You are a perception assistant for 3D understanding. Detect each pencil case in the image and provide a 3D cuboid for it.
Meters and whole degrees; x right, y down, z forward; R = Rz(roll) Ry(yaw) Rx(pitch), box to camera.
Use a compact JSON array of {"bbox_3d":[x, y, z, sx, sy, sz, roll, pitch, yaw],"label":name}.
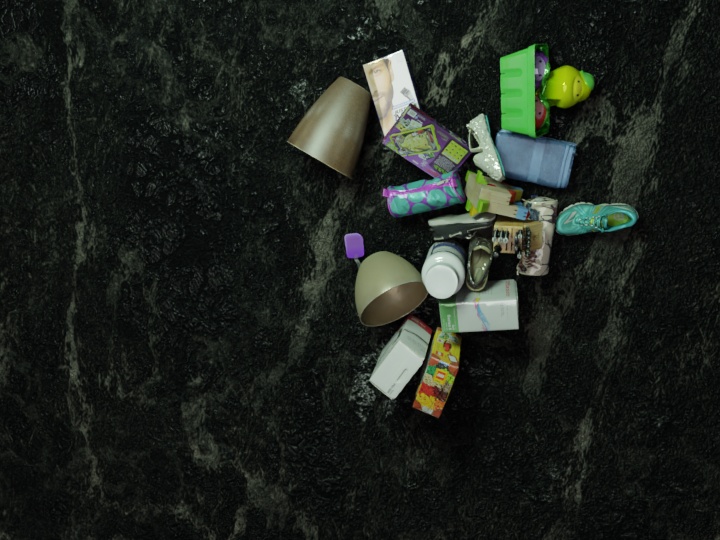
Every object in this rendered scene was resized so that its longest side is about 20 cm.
[{"bbox_3d":[0.161,-0.191,1.703,0.195,0.092,0.087,-11,64,26],"label":"pencil case"},{"bbox_3d":[0.436,-0.082,1.699,0.087,0.078,0.206,9,108,22],"label":"pencil case"}]

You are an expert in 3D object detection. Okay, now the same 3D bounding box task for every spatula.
[{"bbox_3d":[0.000,0.000,1.845,0.055,0.021,0.205,-6,107,27],"label":"spatula"}]

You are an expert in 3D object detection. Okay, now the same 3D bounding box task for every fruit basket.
[{"bbox_3d":[0.433,-0.418,1.576,0.211,0.155,0.222,10,111,28],"label":"fruit basket"}]

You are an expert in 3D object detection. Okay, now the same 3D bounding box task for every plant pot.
[{"bbox_3d":[-0.056,-0.363,1.685,0.184,0.187,0.204,29,96,2],"label":"plant pot"},{"bbox_3d":[0.064,0.032,1.771,0.198,0.199,0.137,-35,61,19],"label":"plant pot"}]

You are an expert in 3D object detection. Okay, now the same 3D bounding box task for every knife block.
[{"bbox_3d":[0.339,-0.081,1.613,0.171,0.199,0.066,-8,107,-29],"label":"knife block"}]

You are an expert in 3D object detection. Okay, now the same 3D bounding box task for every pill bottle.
[{"bbox_3d":[0.210,-0.001,1.705,0.108,0.200,0.114,3,107,11],"label":"pill bottle"}]

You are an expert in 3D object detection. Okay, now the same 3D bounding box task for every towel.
[{"bbox_3d":[0.419,-0.272,1.663,0.194,0.049,0.115,13,108,7],"label":"towel"}]

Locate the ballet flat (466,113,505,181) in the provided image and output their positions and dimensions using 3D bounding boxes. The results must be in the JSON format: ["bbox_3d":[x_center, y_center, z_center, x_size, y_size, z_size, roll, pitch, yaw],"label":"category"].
[{"bbox_3d":[0.295,-0.285,1.628,0.070,0.204,0.073,-5,146,-4],"label":"ballet flat"}]

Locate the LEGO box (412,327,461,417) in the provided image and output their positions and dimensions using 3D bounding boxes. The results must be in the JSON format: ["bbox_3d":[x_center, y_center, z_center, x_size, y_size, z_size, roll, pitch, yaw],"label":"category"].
[{"bbox_3d":[0.204,0.262,1.783,0.075,0.200,0.152,20,109,5],"label":"LEGO box"}]

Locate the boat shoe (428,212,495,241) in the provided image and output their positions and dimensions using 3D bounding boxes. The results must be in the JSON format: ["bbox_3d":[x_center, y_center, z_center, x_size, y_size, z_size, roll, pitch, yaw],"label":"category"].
[{"bbox_3d":[0.255,-0.107,1.703,0.196,0.073,0.062,-3,108,41],"label":"boat shoe"}]

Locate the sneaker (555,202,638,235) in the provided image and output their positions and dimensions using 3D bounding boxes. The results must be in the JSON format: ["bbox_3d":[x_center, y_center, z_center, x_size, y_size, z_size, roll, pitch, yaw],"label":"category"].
[{"bbox_3d":[0.572,-0.125,1.656,0.194,0.080,0.080,-8,105,15],"label":"sneaker"}]

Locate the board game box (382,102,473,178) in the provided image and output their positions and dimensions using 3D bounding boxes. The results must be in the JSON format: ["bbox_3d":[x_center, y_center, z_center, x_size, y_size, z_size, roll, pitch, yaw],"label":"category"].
[{"bbox_3d":[0.165,-0.308,1.669,0.197,0.033,0.120,30,122,-20],"label":"board game box"}]

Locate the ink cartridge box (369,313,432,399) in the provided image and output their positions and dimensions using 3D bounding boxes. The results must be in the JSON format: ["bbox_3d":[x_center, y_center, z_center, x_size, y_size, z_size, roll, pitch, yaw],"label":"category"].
[{"bbox_3d":[0.109,0.222,1.791,0.082,0.200,0.148,36,110,0],"label":"ink cartridge box"}]

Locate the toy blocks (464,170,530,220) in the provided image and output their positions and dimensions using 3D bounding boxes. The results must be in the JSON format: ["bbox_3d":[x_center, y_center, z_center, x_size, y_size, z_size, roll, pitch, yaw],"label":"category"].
[{"bbox_3d":[0.333,-0.179,1.647,0.133,0.201,0.103,11,111,-7],"label":"toy blocks"}]

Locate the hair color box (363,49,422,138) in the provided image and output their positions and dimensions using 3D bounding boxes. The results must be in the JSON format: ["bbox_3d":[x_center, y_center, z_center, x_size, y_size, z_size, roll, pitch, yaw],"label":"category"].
[{"bbox_3d":[0.088,-0.425,1.682,0.107,0.065,0.205,-15,101,16],"label":"hair color box"}]

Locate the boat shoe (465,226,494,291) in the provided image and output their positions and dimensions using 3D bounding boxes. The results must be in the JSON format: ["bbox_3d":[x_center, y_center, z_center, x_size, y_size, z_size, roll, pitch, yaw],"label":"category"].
[{"bbox_3d":[0.307,-0.051,1.706,0.071,0.065,0.206,7,80,4],"label":"boat shoe"}]

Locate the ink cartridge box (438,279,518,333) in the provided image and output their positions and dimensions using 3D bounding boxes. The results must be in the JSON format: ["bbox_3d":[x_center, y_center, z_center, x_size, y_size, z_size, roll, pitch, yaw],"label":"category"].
[{"bbox_3d":[0.305,0.090,1.740,0.194,0.146,0.090,-6,107,13],"label":"ink cartridge box"}]
